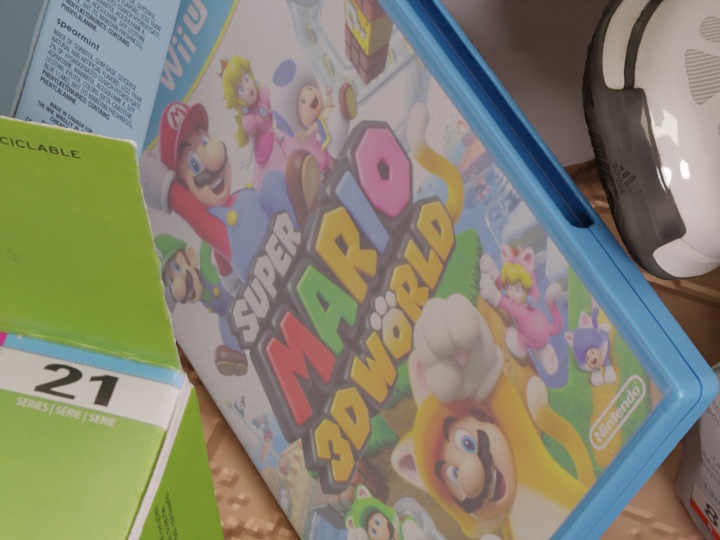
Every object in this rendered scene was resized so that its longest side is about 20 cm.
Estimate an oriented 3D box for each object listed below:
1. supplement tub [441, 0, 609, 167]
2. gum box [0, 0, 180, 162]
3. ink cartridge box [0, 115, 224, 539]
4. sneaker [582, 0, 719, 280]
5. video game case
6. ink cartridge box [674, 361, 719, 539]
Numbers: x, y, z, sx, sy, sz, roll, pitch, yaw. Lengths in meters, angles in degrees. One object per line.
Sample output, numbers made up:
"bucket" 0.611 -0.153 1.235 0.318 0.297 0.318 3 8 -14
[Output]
"supplement tub" 0.037 -0.144 0.802 0.140 0.140 0.200 -5 57 0
"gum box" -0.116 -0.088 0.775 0.170 0.045 0.200 -20 46 41
"ink cartridge box" -0.121 0.039 0.660 0.148 0.200 0.076 12 59 11
"sneaker" 0.140 -0.054 0.679 0.115 0.200 0.076 -13 95 32
"video game case" 0.000 0.000 0.713 0.018 0.143 0.200 -10 56 -40
"ink cartridge box" 0.163 -0.004 0.671 0.162 0.200 0.050 -24 60 -12
